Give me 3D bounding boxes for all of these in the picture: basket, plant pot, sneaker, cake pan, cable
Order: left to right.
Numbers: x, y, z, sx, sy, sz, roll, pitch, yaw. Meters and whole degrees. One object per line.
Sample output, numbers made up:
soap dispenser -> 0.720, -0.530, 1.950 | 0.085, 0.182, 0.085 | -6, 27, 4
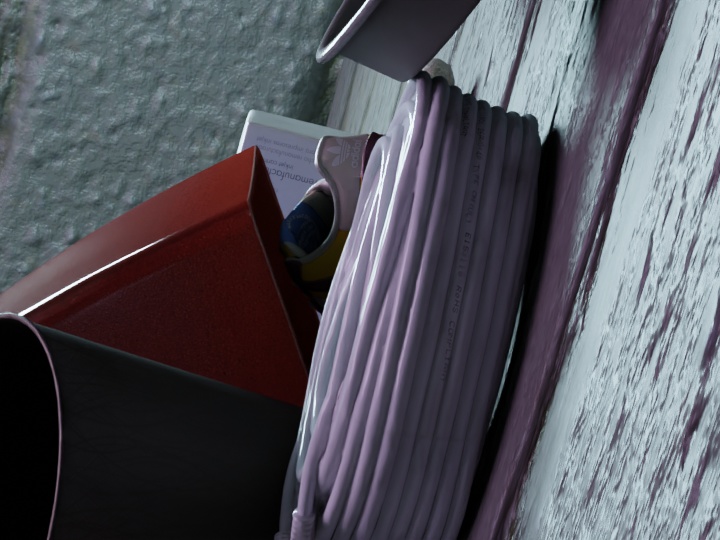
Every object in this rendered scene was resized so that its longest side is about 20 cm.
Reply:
plant pot -> -0.103, 0.072, 1.451 | 0.200, 0.175, 0.201 | -93, -17, -79
basket -> -0.087, 0.116, 1.258 | 0.136, 0.199, 0.181 | 42, 116, 49
sneaker -> 0.000, 0.000, 1.429 | 0.201, 0.090, 0.075 | 108, 174, -49
cable -> 0.023, 0.023, 1.174 | 0.200, 0.069, 0.201 | -80, 6, -56
cake pan -> 0.053, -0.158, 1.161 | 0.201, 0.037, 0.200 | -55, 7, 9

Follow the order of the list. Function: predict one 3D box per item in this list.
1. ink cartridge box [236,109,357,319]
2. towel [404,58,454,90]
ink cartridge box -> -0.040, 0.011, 1.818 | 0.067, 0.115, 0.201 | -97, 20, -79
towel -> 0.019, -0.004, 1.614 | 0.133, 0.034, 0.201 | -83, 6, -45
